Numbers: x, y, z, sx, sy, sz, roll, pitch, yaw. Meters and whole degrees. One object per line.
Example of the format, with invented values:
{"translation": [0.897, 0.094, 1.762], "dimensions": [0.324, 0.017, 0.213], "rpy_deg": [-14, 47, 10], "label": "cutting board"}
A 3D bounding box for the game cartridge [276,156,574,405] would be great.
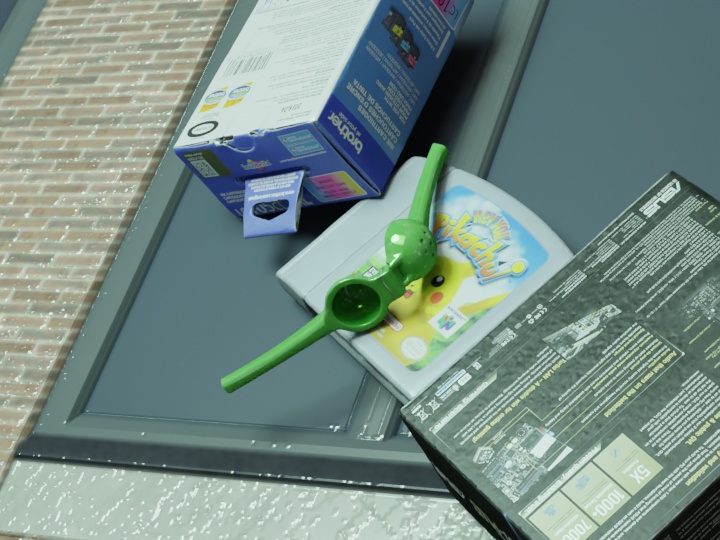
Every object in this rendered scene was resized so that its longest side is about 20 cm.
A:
{"translation": [0.051, 0.012, 1.080], "dimensions": [0.133, 0.041, 0.200], "rpy_deg": [-38, 45, -11], "label": "game cartridge"}

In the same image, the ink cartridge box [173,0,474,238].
{"translation": [-0.029, -0.113, 1.181], "dimensions": [0.136, 0.076, 0.200], "rpy_deg": [-6, 46, 45], "label": "ink cartridge box"}

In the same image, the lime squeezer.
{"translation": [0.000, 0.000, 1.068], "dimensions": [0.071, 0.038, 0.200], "rpy_deg": [27, 69, 42], "label": "lime squeezer"}

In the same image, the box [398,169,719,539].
{"translation": [0.150, 0.072, 0.937], "dimensions": [0.200, 0.086, 0.164], "rpy_deg": [-41, 45, -9], "label": "box"}
